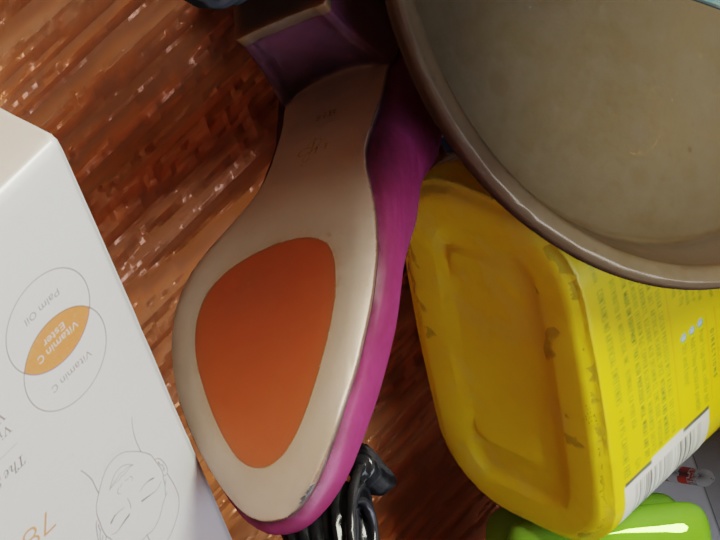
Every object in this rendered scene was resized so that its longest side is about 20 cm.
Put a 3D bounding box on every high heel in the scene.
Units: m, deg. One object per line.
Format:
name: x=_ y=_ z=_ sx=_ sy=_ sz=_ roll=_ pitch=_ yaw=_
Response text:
high heel: x=0.000 y=0.000 z=0.838 sx=0.096 sy=0.067 sz=0.201 roll=47 pitch=38 yaw=-45

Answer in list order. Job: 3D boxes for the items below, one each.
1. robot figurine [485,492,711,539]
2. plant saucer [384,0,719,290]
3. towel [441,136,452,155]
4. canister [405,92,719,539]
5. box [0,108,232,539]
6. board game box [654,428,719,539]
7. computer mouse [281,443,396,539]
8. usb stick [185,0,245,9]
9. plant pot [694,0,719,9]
robot figurine: x=0.088 y=0.179 z=1.002 sx=0.115 sy=0.175 sz=0.201 roll=-5 pitch=90 yaw=-9
plant saucer: x=0.085 y=-0.092 z=0.883 sx=0.199 sy=0.029 sz=0.201 roll=6 pitch=78 yaw=-31
towel: x=0.061 y=-0.112 z=0.953 sx=0.145 sy=0.024 sz=0.200 roll=-53 pitch=143 yaw=-16
canister: x=0.110 y=-0.023 z=0.977 sx=0.200 sy=0.086 sz=0.149 roll=-39 pitch=135 yaw=-32
box: x=-0.120 y=0.057 z=0.765 sx=0.124 sy=0.097 sz=0.200 roll=-45 pitch=140 yaw=-24
board game box: x=0.142 y=0.112 z=1.116 sx=0.035 sy=0.126 sz=0.201 roll=-87 pitch=-176 yaw=-65
computer mouse: x=0.001 y=0.132 z=1.003 sx=0.200 sy=0.046 sz=0.141 roll=33 pitch=53 yaw=-75
usb stick: x=-0.079 y=-0.121 z=0.761 sx=0.200 sy=0.033 sz=0.056 roll=27 pitch=88 yaw=-55
plant pot: x=0.025 y=-0.163 z=0.722 sx=0.141 sy=0.200 sz=0.142 roll=10 pitch=103 yaw=-53
